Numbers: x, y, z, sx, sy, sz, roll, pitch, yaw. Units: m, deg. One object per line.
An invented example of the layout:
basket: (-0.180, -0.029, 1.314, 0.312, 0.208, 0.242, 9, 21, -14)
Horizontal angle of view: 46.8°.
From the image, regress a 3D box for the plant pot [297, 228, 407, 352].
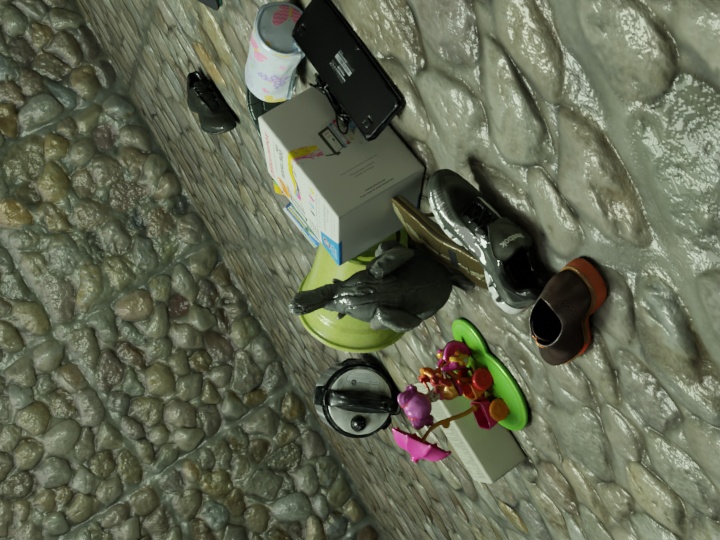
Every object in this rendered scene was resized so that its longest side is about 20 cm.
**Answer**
plant pot: (0.000, 0.000, 1.341, 0.200, 0.200, 0.184, 50, 152, 28)

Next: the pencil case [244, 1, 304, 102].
pencil case: (-0.128, -0.327, 1.269, 0.091, 0.083, 0.200, 54, 165, 3)

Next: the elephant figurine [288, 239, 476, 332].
elephant figurine: (0.031, 0.032, 1.129, 0.142, 0.155, 0.200, 46, -158, 16)

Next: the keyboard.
keyboard: (-0.020, -0.266, 1.115, 0.104, 0.040, 0.200, -43, 73, 35)

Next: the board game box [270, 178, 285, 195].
board game box: (-0.062, -0.135, 1.360, 0.200, 0.095, 0.030, 25, 125, 53)

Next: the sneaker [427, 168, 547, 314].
sneaker: (0.155, -0.040, 0.969, 0.200, 0.066, 0.090, 56, 162, -3)

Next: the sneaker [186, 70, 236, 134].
sneaker: (-0.350, -0.382, 1.900, 0.200, 0.076, 0.091, 46, 154, 35)

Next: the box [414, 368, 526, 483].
box: (0.184, 0.255, 1.414, 0.200, 0.078, 0.095, 58, 164, 1)

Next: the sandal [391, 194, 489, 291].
sandal: (0.125, -0.042, 1.094, 0.200, 0.054, 0.080, 34, 161, 26)

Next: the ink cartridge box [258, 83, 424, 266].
ink cartridge box: (-0.029, -0.145, 1.188, 0.200, 0.145, 0.147, 53, 164, 21)

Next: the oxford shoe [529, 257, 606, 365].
oxford shoe: (0.217, 0.060, 0.941, 0.071, 0.072, 0.200, 49, 163, 29)

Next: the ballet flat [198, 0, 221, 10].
ballet flat: (-0.322, -0.549, 1.485, 0.073, 0.073, 0.200, 27, 146, 63)

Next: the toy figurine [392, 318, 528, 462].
toy figurine: (0.127, 0.204, 1.274, 0.200, 0.184, 0.150, 63, 159, -7)

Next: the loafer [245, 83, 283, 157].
loafer: (-0.166, -0.275, 1.479, 0.063, 0.072, 0.200, -142, 38, -64)

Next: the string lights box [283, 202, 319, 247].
string lights box: (-0.076, -0.108, 1.555, 0.103, 0.059, 0.200, 50, 166, -6)

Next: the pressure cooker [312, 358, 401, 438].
pressure cooker: (-0.010, 0.302, 1.942, 0.179, 0.176, 0.200, 56, 169, -3)
